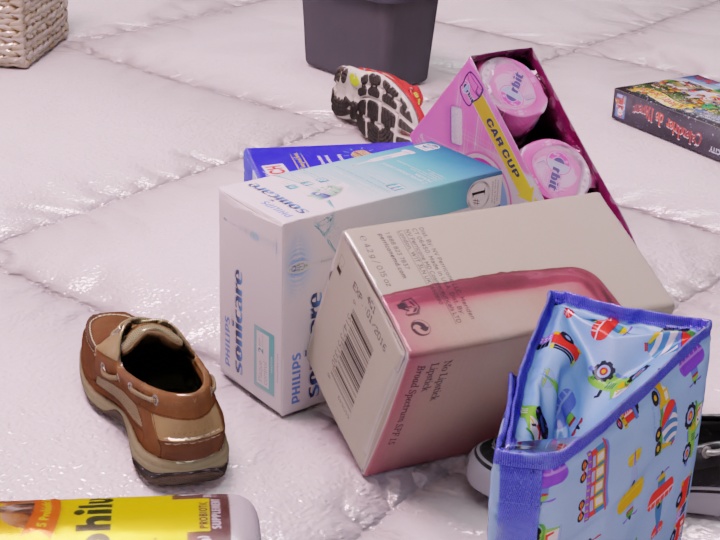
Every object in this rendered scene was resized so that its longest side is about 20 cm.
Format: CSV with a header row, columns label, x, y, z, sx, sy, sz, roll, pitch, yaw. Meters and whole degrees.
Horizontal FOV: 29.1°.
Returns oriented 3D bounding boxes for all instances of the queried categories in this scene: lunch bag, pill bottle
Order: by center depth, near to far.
label,x,y,z,sx,sy,sz,roll,pitch,yaw
pill bottle,-0.147,0.164,0.663,0.199,0.110,0.109,-1,24,-8
lunch bag,0.105,0.121,0.690,0.094,0.151,0.200,11,24,20

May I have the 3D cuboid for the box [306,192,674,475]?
label,x,y,z,sx,sy,sz,roll,pitch,yaw
box,0.082,0.040,0.916,0.199,0.128,0.109,-9,50,-24

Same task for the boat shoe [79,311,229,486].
label,x,y,z,sx,sy,sz,roll,pitch,yaw
boat shoe,-0.137,0.067,0.932,0.075,0.074,0.200,-10,26,-26

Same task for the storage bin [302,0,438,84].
label,x,y,z,sx,sy,sz,roll,pitch,yaw
storage bin,0.015,-0.316,1.756,0.145,0.135,0.200,-18,31,-38

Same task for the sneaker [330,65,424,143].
label,x,y,z,sx,sy,sz,roll,pitch,yaw
sneaker,0.036,-0.190,1.546,0.085,0.077,0.200,-2,24,-23

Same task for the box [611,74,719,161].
label,x,y,z,sx,sy,sz,roll,pitch,yaw
box,0.405,-0.174,1.586,0.136,0.038,0.200,-12,27,-30

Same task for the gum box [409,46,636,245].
label,x,y,z,sx,sy,sz,roll,pitch,yaw
gum box,0.126,-0.057,1.085,0.066,0.114,0.200,-14,70,-31

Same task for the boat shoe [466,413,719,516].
label,x,y,z,sx,sy,sz,roll,pitch,yaw
boat shoe,0.167,0.111,0.867,0.199,0.068,0.074,4,23,5

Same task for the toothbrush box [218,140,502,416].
label,x,y,z,sx,sy,sz,roll,pitch,yaw
toothbrush box,0.000,0.000,1.011,0.200,0.147,0.085,-14,28,-35

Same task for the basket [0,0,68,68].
label,x,y,z,sx,sy,sz,roll,pitch,yaw
basket,-0.495,-0.365,1.787,0.199,0.161,0.198,5,23,5

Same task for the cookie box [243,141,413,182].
label,x,y,z,sx,sy,sz,roll,pitch,yaw
cookie box,0.007,-0.051,1.216,0.199,0.075,0.171,-3,25,-13
